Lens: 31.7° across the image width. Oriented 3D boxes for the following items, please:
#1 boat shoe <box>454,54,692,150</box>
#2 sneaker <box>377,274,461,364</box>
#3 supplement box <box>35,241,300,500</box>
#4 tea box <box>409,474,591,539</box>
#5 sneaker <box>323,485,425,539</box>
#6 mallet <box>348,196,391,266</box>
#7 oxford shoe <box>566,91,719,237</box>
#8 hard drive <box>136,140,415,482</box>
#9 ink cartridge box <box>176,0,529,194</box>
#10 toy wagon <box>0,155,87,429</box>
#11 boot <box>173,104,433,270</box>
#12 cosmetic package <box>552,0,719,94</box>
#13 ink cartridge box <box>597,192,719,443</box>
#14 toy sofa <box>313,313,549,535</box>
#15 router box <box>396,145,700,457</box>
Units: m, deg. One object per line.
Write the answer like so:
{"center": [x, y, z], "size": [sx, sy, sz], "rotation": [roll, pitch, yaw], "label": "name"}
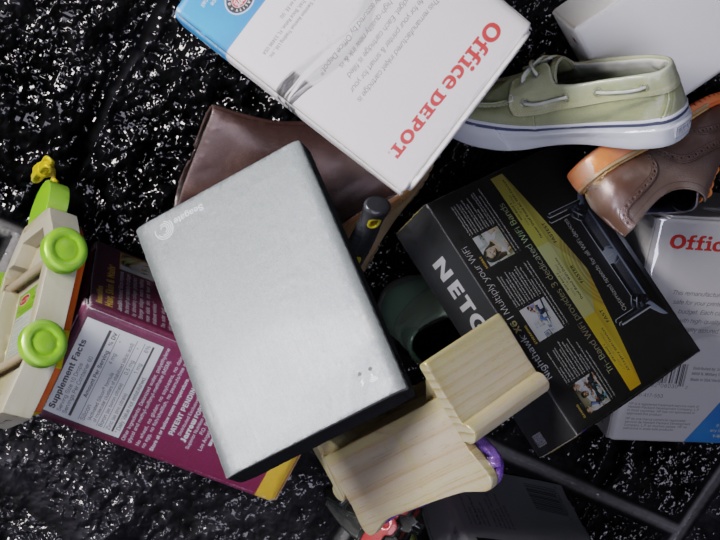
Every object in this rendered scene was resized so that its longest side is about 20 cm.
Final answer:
{"center": [0.149, -0.131, 0.947], "size": [0.199, 0.072, 0.062], "rotation": [3, 124, 30], "label": "boat shoe"}
{"center": [0.121, 0.033, 1.021], "size": [0.199, 0.118, 0.074], "rotation": [-15, 112, -5], "label": "sneaker"}
{"center": [-0.138, 0.077, 0.989], "size": [0.199, 0.131, 0.104], "rotation": [24, 107, -16], "label": "supplement box"}
{"center": [0.115, 0.308, 1.085], "size": [0.133, 0.200, 0.198], "rotation": [13, 110, -14], "label": "tea box"}
{"center": [0.042, 0.144, 1.073], "size": [0.098, 0.071, 0.201], "rotation": [33, 81, 19], "label": "sneaker"}
{"center": [0.000, 0.000, 0.959], "size": [0.065, 0.041, 0.200], "rotation": [6, 153, -19], "label": "mallet"}
{"center": [0.253, -0.083, 0.992], "size": [0.199, 0.071, 0.073], "rotation": [-26, 76, -25], "label": "oxford shoe"}
{"center": [-0.063, 0.026, 0.887], "size": [0.139, 0.201, 0.033], "rotation": [-28, 158, 9], "label": "hard drive"}
{"center": [-0.005, -0.171, 0.889], "size": [0.200, 0.086, 0.147], "rotation": [38, 92, -4], "label": "ink cartridge box"}
{"center": [-0.241, 0.013, 0.936], "size": [0.039, 0.155, 0.201], "rotation": [19, 68, -27], "label": "toy wagon"}
{"center": [-0.036, -0.093, 0.967], "size": [0.166, 0.072, 0.201], "rotation": [21, 111, -20], "label": "boot"}
{"center": [0.259, -0.209, 0.974], "size": [0.199, 0.074, 0.102], "rotation": [-33, 113, 6], "label": "cosmetic package"}
{"center": [0.281, 0.039, 1.068], "size": [0.145, 0.086, 0.201], "rotation": [3, 110, -11], "label": "ink cartridge box"}
{"center": [0.050, 0.118, 0.933], "size": [0.083, 0.200, 0.098], "rotation": [-29, 85, -36], "label": "toy sofa"}
{"center": [0.144, 0.017, 0.962], "size": [0.157, 0.052, 0.201], "rotation": [-25, 78, -37], "label": "router box"}
